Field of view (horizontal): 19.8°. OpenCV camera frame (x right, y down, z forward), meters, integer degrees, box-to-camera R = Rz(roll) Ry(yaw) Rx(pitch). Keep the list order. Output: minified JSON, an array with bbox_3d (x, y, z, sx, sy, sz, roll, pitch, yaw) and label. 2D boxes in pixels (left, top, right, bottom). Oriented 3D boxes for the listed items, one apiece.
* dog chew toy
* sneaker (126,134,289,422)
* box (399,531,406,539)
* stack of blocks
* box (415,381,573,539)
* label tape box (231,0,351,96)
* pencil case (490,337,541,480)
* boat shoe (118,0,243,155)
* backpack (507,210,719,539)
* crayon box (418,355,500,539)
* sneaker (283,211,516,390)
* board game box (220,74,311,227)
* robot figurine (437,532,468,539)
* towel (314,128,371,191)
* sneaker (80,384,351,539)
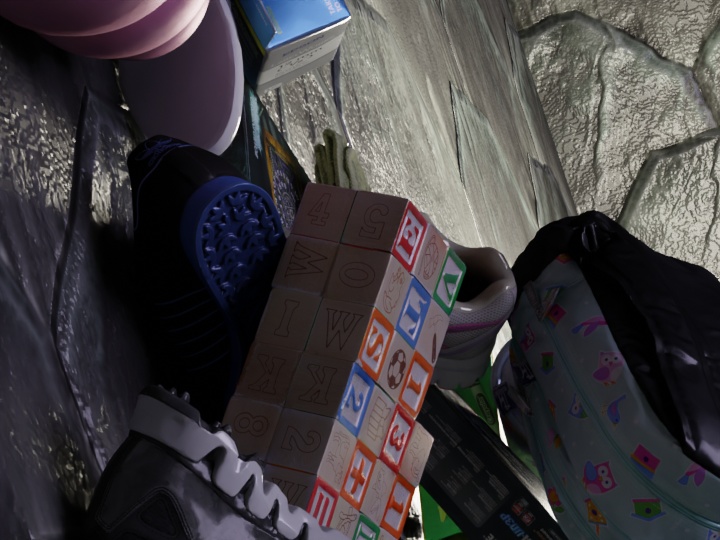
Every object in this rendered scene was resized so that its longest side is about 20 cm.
[{"bbox_3d":[-0.123,-0.158,0.984,0.200,0.124,0.125,53,20,-75],"label":"dog chew toy"},{"bbox_3d":[-0.069,0.017,1.058,0.078,0.070,0.200,37,-31,41],"label":"sneaker"},{"bbox_3d":[0.012,0.231,1.087,0.070,0.064,0.200,30,41,-72],"label":"box"},{"bbox_3d":[-0.011,0.072,1.019,0.115,0.059,0.200,47,58,-59],"label":"stack of blocks"},{"bbox_3d":[0.075,0.127,1.222,0.200,0.046,0.159,47,3,30],"label":"box"},{"bbox_3d":[-0.064,-0.195,1.243,0.143,0.066,0.200,64,-9,2],"label":"label tape box"},{"bbox_3d":[0.132,0.100,1.337,0.200,0.083,0.091,71,-5,-70],"label":"pencil case"},{"bbox_3d":[-0.104,-0.144,1.159,0.066,0.072,0.200,35,29,-62],"label":"boat shoe"},{"bbox_3d":[0.165,0.078,1.148,0.167,0.127,0.200,16,35,-26],"label":"backpack"},{"bbox_3d":[0.064,0.096,1.404,0.119,0.058,0.200,-81,165,-78],"label":"crayon box"},{"bbox_3d":[0.000,0.000,1.136,0.200,0.088,0.081,10,47,-26],"label":"sneaker"},{"bbox_3d":[-0.052,-0.012,1.264,0.135,0.028,0.200,58,18,-45],"label":"board game box"},{"bbox_3d":[0.074,0.243,1.216,0.200,0.116,0.176,29,47,-72],"label":"robot figurine"},{"bbox_3d":[0.004,0.017,1.354,0.200,0.036,0.149,77,5,-55],"label":"towel"},{"bbox_3d":[-0.043,0.141,0.890,0.200,0.091,0.066,43,-17,-23],"label":"sneaker"}]
